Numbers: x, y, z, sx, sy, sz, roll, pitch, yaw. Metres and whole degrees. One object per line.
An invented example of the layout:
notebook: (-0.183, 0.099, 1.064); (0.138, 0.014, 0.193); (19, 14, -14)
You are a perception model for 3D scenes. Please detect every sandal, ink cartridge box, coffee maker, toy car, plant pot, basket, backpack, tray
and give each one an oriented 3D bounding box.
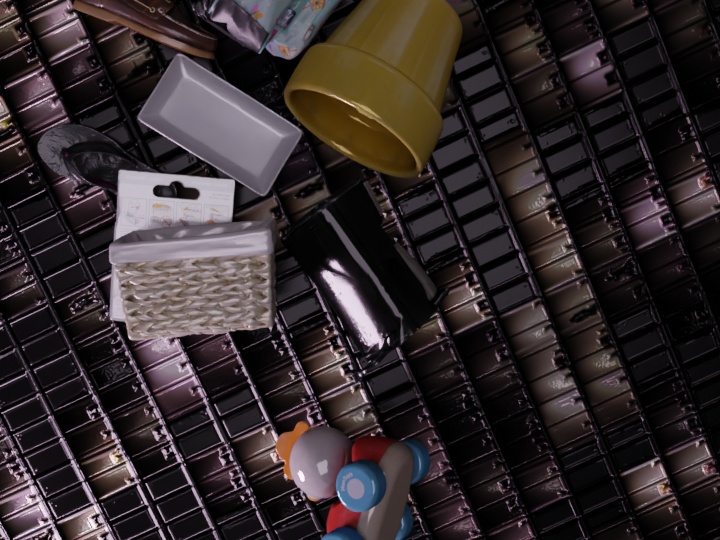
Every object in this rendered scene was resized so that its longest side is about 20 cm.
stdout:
sandal: (-0.339, -0.138, 1.083); (0.198, 0.048, 0.076); (25, 97, -5)
ink cartridge box: (-0.252, -0.027, 1.099); (0.160, 0.057, 0.204); (4, 92, -4)
coffee maker: (0.000, 0.000, 1.035); (0.134, 0.192, 0.201); (-36, 95, 20)
toy car: (-0.036, 0.291, 1.107); (0.198, 0.184, 0.180); (19, 99, 26)
plant pot: (0.032, -0.249, 1.013); (0.199, 0.201, 0.191); (30, 80, -4)
basket: (-0.199, 0.009, 1.017); (0.196, 0.136, 0.126); (-6, 100, -3)
backpack: (-0.097, -0.368, 0.997); (0.152, 0.176, 0.202); (29, 97, -21)
tray: (-0.187, -0.193, 1.083); (0.198, 0.022, 0.108); (32, 80, -4)

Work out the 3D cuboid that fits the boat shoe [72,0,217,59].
boat shoe: (-0.275, -0.338, 1.047); (0.197, 0.070, 0.071); (22, 101, -3)
